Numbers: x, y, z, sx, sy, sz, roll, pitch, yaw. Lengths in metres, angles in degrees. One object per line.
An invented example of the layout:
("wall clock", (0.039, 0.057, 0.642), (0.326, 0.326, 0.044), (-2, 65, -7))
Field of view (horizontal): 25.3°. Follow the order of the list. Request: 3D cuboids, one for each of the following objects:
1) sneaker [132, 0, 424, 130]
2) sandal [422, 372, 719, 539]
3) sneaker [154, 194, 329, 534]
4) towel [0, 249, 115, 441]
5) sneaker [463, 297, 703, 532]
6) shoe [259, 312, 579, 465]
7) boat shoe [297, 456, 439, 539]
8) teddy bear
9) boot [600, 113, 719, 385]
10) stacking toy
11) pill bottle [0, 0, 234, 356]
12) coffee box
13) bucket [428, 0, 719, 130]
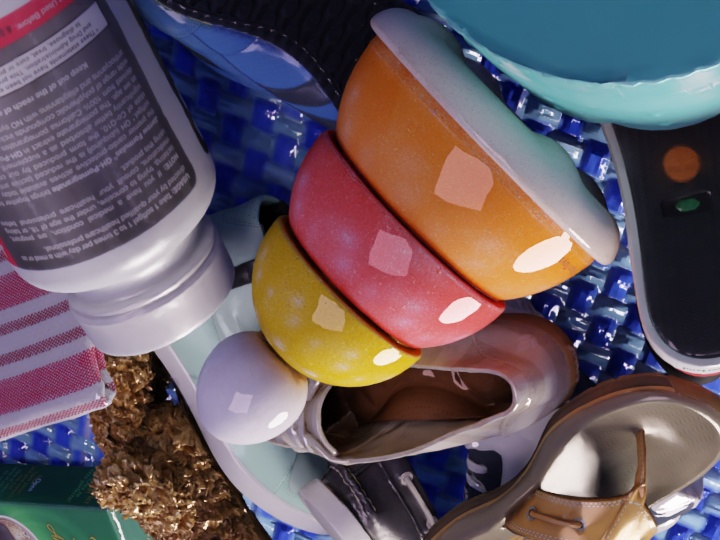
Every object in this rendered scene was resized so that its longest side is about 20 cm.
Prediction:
("sneaker", (-0.027, -0.109, 0.774), (0.199, 0.066, 0.078), (30, 171, -11))
("sandal", (0.100, 0.117, 0.752), (0.080, 0.054, 0.200), (24, 132, -27))
("sneaker", (-0.033, 0.053, 0.866), (0.118, 0.074, 0.201), (-25, 109, 32))
("towel", (-0.200, -0.008, 0.869), (0.146, 0.030, 0.202), (-17, 78, 32))
("sneaker", (0.066, 0.089, 0.837), (0.199, 0.080, 0.130), (34, 121, -12))
("shoe", (0.006, 0.055, 0.769), (0.199, 0.053, 0.070), (-8, 107, 34))
("boat shoe", (0.035, 0.164, 0.902), (0.074, 0.060, 0.200), (38, 166, 52))
("teddy bear", (-0.112, 0.112, 0.899), (0.066, 0.145, 0.201), (-29, 108, 2))
("boot", (0.143, -0.051, 0.719), (0.072, 0.144, 0.202), (-4, 83, 10))
("stacking toy", (0.000, 0.000, 0.697), (0.200, 0.146, 0.146), (-44, 98, 8))
("pill bottle", (-0.135, -0.061, 0.751), (0.110, 0.111, 0.201), (-7, 125, 28))
("coffee box", (-0.217, 0.186, 1.057), (0.199, 0.044, 0.124), (-3, 120, 27))
("bucket", (0.103, -0.152, 0.580), (0.206, 0.135, 0.209), (1, 92, 17))
